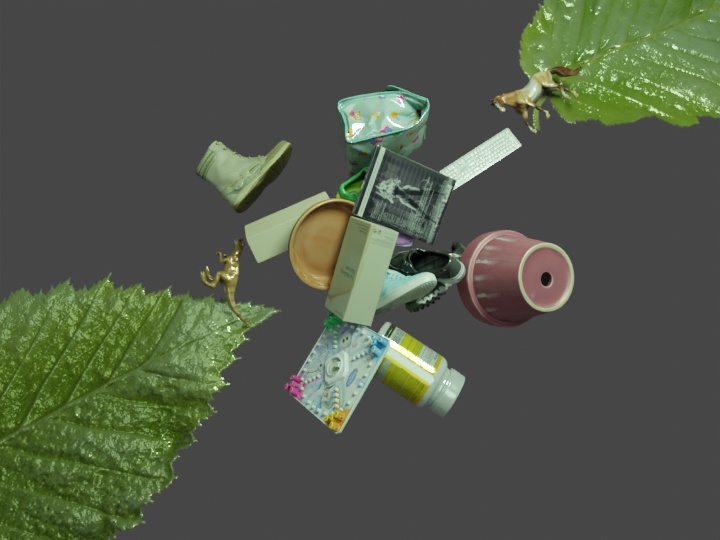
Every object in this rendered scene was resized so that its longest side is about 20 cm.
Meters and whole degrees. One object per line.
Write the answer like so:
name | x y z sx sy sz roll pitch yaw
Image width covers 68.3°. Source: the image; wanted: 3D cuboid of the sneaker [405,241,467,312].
sneaker | 0.165 0.009 1.159 0.199 0.067 0.091 -36 77 -10

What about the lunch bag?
lunch bag | 0.054 -0.309 1.170 0.196 0.171 0.124 -15 75 -3

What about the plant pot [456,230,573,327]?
plant pot | 0.319 0.015 1.066 0.196 0.179 0.205 1 87 -18

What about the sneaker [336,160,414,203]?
sneaker | 0.041 -0.194 1.191 0.197 0.084 0.075 -23 78 -4

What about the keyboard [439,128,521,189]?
keyboard | 0.280 -0.261 1.238 0.198 0.011 0.057 -33 80 -6

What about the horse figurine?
horse figurine | 0.418 -0.412 1.241 0.199 0.050 0.133 -41 63 1

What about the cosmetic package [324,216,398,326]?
cosmetic package | 0.000 0.000 1.102 0.072 0.103 0.204 14 96 -30

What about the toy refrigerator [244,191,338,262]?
toy refrigerator | -0.149 -0.094 1.169 0.197 0.076 0.071 -24 121 -4

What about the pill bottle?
pill bottle | 0.107 0.206 1.092 0.198 0.114 0.115 33 80 7

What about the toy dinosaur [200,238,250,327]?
toy dinosaur | -0.292 0.022 1.165 0.104 0.060 0.204 0 79 0

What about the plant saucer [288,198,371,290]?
plant saucer | -0.064 -0.058 1.140 0.197 0.037 0.204 -11 115 -23

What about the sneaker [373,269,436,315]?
sneaker | 0.070 0.029 1.104 0.198 0.073 0.083 -27 69 40

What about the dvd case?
dvd case | 0.095 -0.158 1.134 0.197 0.016 0.151 19 94 -19

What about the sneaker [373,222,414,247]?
sneaker | 0.121 -0.117 1.191 0.197 0.073 0.116 -23 98 -9

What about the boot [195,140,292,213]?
boot | -0.266 -0.252 1.217 0.154 0.072 0.201 40 82 11

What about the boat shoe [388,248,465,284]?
boat shoe | 0.124 -0.016 1.108 0.198 0.066 0.071 14 70 47

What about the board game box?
board game box | -0.053 0.194 1.073 0.026 0.199 0.202 37 80 -38
